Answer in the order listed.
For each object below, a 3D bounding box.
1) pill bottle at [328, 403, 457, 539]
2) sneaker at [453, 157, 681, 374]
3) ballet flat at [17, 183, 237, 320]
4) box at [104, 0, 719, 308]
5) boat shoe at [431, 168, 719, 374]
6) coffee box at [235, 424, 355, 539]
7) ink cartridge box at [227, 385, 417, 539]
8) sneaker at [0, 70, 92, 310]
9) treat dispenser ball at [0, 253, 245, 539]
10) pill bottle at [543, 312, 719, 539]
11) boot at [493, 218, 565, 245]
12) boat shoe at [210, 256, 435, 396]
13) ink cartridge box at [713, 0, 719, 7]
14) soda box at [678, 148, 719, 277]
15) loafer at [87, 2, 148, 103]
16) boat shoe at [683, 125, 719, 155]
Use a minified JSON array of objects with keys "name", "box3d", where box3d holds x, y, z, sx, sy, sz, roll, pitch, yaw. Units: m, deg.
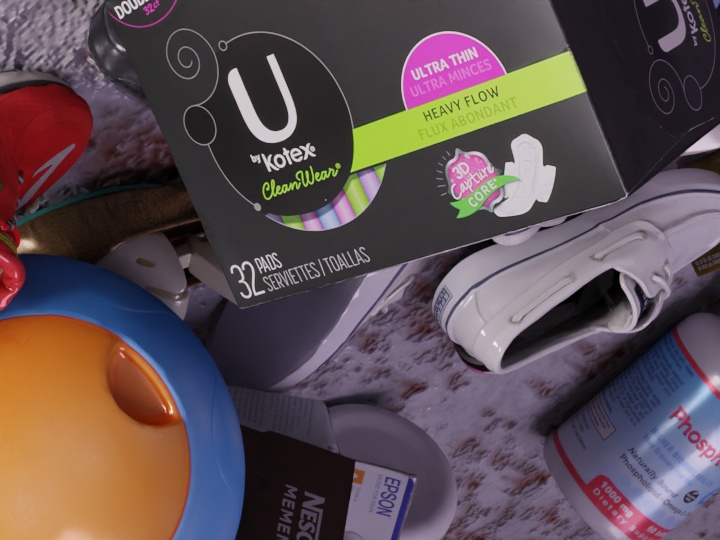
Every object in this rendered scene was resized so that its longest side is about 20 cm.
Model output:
[{"name":"pill bottle","box3d":[-0.021,0.191,1.230,0.115,0.116,0.200,-10,141,-32]},{"name":"sneaker","box3d":[0.102,-0.025,1.091,0.087,0.074,0.200,8,125,-47]},{"name":"ballet flat","box3d":[-0.083,-0.008,0.950,0.200,0.072,0.068,-12,141,-30]},{"name":"box","box3d":[0.027,-0.090,0.762,0.200,0.149,0.124,-17,-169,39]},{"name":"boat shoe","box3d":[0.137,0.006,1.035,0.200,0.065,0.074,-24,142,-21]},{"name":"coffee box","box3d":[-0.082,0.183,1.015,0.080,0.115,0.200,20,141,-13]},{"name":"ink cartridge box","box3d":[-0.077,0.138,1.084,0.199,0.041,0.200,11,140,-2]},{"name":"sneaker","box3d":[-0.170,-0.017,0.798,0.200,0.085,0.077,-44,151,-46]},{"name":"treat dispenser ball","box3d":[-0.153,0.093,0.857,0.200,0.201,0.201,-23,147,-16]},{"name":"pill bottle","box3d":[0.236,0.102,1.341,0.200,0.109,0.109,-43,147,16]},{"name":"boot","box3d":[0.081,-0.056,0.940,0.200,0.073,0.096,-34,131,-64]},{"name":"boat shoe","box3d":[0.000,0.000,1.041,0.200,0.071,0.070,-49,145,15]},{"name":"ink cartridge box","box3d":[0.109,-0.174,0.834,0.076,0.137,0.200,-6,139,-31]},{"name":"soda box","box3d":[0.273,-0.063,1.101,0.064,0.068,0.200,-24,179,-42]},{"name":"loafer","box3d":[-0.052,-0.077,0.887,0.070,0.068,0.200,-36,146,31]},{"name":"boat shoe","box3d":[0.219,-0.137,1.032,0.200,0.075,0.093,-26,116,-23]}]
